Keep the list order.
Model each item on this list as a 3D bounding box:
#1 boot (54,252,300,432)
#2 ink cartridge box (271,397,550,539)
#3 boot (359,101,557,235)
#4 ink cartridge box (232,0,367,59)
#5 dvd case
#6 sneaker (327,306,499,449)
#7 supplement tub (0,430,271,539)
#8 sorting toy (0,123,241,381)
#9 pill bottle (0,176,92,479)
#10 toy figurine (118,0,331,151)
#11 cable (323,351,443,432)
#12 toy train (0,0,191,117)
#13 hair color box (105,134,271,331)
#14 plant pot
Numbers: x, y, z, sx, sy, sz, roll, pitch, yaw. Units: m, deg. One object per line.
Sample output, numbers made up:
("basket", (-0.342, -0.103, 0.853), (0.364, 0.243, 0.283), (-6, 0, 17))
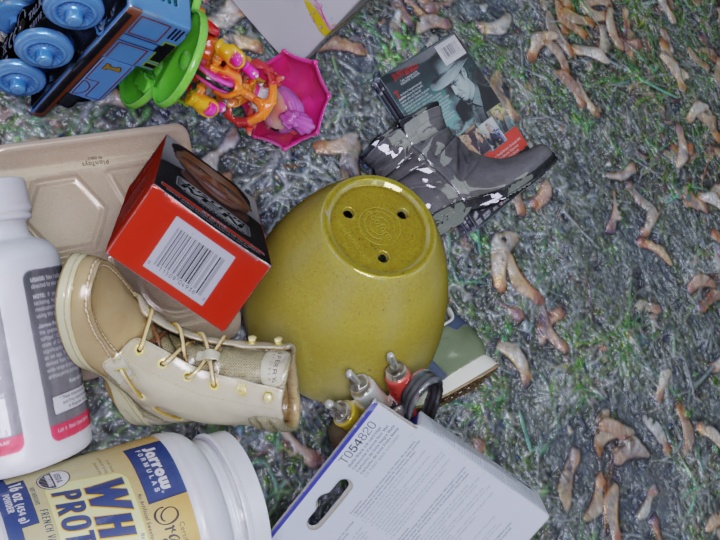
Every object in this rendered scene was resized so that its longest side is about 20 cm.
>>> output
("boot", (-0.128, 0.061, 0.637), (0.152, 0.202, 0.074), (4, 52, 13))
("ink cartridge box", (0.028, 0.223, 0.728), (0.199, 0.041, 0.201), (35, 102, -18))
("boot", (0.108, -0.125, 0.910), (0.197, 0.070, 0.134), (-28, 89, -15))
("ink cartridge box", (-0.031, -0.333, 0.845), (0.145, 0.199, 0.148), (47, 58, -11))
("dvd case", (0.117, -0.163, 0.983), (0.145, 0.022, 0.202), (-37, 96, -33))
("sneaker", (0.039, 0.099, 0.836), (0.197, 0.067, 0.091), (-21, 70, -28))
("supplement tub", (-0.177, 0.204, 0.622), (0.197, 0.144, 0.148), (-12, 80, -32))
("sorting toy", (-0.212, -0.018, 0.742), (0.182, 0.036, 0.204), (-14, 86, -33))
("pill bottle", (-0.266, 0.040, 0.616), (0.109, 0.110, 0.205), (-11, 94, -32))
("toy figurine", (-0.103, -0.175, 0.782), (0.182, 0.200, 0.152), (22, 108, -34))
("cable", (0.040, 0.145, 0.765), (0.096, 0.201, 0.050), (-33, 48, -7))
("toy train", (-0.226, -0.196, 0.697), (0.113, 0.198, 0.089), (12, 61, -41))
("hair color box", (-0.131, -0.037, 0.658), (0.101, 0.200, 0.062), (36, 98, -20))
("plant pot", (0.000, 0.000, 0.757), (0.195, 0.143, 0.204), (7, 59, -12))
